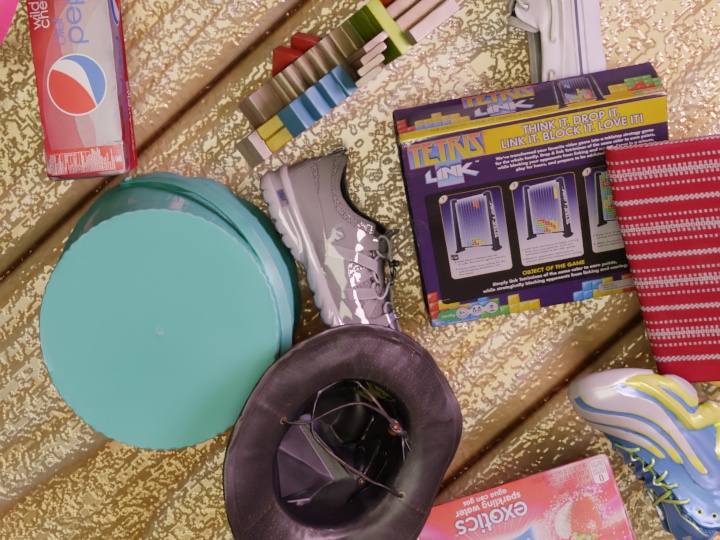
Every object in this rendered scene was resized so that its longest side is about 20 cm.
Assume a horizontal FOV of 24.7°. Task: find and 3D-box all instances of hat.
[{"bbox_3d":[-0.027,0.128,1.214,0.198,0.081,0.203,-7,106,-25],"label":"hat"}]

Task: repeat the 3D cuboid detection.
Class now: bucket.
[{"bbox_3d":[-0.142,0.032,1.237,0.204,0.135,0.210,0,100,0],"label":"bucket"}]

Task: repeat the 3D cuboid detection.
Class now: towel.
[{"bbox_3d":[0.264,-0.006,1.188,0.143,0.023,0.202,-5,116,28],"label":"towel"}]

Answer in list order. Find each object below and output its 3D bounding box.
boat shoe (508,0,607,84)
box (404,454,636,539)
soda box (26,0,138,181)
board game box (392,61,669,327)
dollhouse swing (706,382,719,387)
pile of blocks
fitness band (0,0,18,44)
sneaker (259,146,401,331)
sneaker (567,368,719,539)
[{"bbox_3d":[0.142,-0.196,1.230,0.066,0.074,0.203,-12,99,0],"label":"boat shoe"},{"bbox_3d":[0.110,0.217,1.270,0.198,0.100,0.097,-18,79,3],"label":"box"},{"bbox_3d":[-0.212,-0.172,1.239,0.063,0.070,0.203,-5,98,0],"label":"soda box"},{"bbox_3d":[0.134,-0.055,1.234,0.197,0.057,0.167,-10,120,2],"label":"board game box"},{"bbox_3d":[0.349,0.034,1.224,0.174,0.182,0.202,17,100,-22],"label":"dollhouse swing"},{"bbox_3d":[-0.023,-0.160,1.234,0.199,0.082,0.062,-38,97,6],"label":"pile of blocks"},{"bbox_3d":[-0.279,-0.245,1.196,0.143,0.037,0.203,-10,75,44],"label":"fitness band"},{"bbox_3d":[0.000,0.000,1.260,0.081,0.075,0.201,-28,97,6],"label":"sneaker"},{"bbox_3d":[0.237,0.145,1.235,0.198,0.076,0.106,21,60,-29],"label":"sneaker"}]
